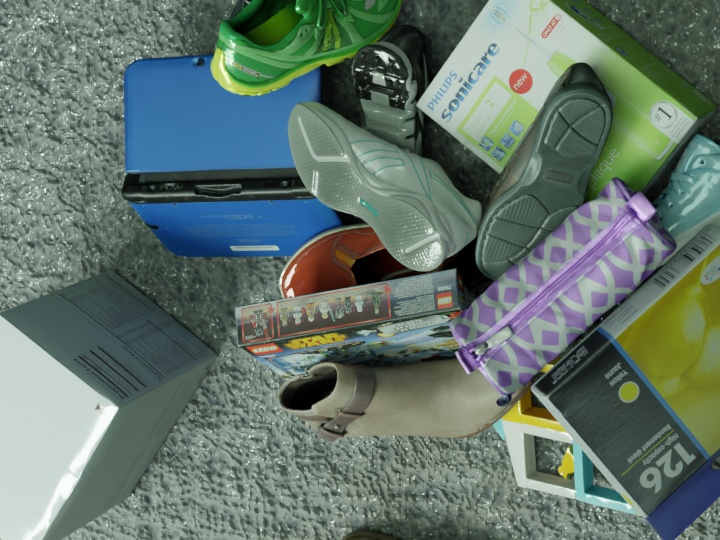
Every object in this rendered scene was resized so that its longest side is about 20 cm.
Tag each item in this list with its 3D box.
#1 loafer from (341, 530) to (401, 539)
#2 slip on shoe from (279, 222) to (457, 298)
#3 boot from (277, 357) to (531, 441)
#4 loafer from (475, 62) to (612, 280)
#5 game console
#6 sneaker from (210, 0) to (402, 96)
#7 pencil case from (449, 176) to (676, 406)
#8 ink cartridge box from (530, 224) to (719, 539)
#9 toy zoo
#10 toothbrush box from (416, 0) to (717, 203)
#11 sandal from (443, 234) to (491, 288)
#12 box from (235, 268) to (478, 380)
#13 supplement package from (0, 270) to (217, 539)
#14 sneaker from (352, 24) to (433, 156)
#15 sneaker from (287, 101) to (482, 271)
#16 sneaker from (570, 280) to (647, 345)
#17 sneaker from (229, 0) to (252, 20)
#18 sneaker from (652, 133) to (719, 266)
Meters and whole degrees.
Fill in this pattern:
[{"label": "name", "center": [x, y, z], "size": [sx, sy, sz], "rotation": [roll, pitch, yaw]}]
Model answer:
[{"label": "loafer", "center": [0.062, 0.293, 1.628], "size": [0.200, 0.067, 0.076], "rotation": [5, 103, 21]}, {"label": "slip on shoe", "center": [0.000, 0.000, 1.554], "size": [0.200, 0.061, 0.074], "rotation": [-16, 121, 39]}, {"label": "boot", "center": [0.031, 0.107, 1.544], "size": [0.200, 0.146, 0.070], "rotation": [-28, 57, 41]}, {"label": "loafer", "center": [0.151, -0.079, 1.432], "size": [0.072, 0.063, 0.200], "rotation": [18, 127, -10]}, {"label": "game console", "center": [-0.108, -0.102, 1.612], "size": [0.200, 0.171, 0.119], "rotation": [0, 60, 23]}, {"label": "sneaker", "center": [-0.039, -0.219, 1.504], "size": [0.074, 0.200, 0.084], "rotation": [44, 153, 26]}, {"label": "pencil case", "center": [0.158, 0.013, 1.402], "size": [0.200, 0.085, 0.084], "rotation": [-44, 68, 10]}, {"label": "ink cartridge box", "center": [0.272, 0.101, 1.429], "size": [0.198, 0.047, 0.200], "rotation": [-43, 109, -3]}, {"label": "toy zoo", "center": [0.196, 0.141, 1.537], "size": [0.200, 0.020, 0.131], "rotation": [10, 116, 36]}, {"label": "toothbrush box", "center": [0.174, -0.139, 1.482], "size": [0.200, 0.086, 0.146], "rotation": [41, 114, 11]}, {"label": "sandal", "center": [0.088, -0.008, 1.567], "size": [0.200, 0.043, 0.076], "rotation": [-26, 91, 25]}, {"label": "box", "center": [0.007, 0.051, 1.536], "size": [0.200, 0.137, 0.040], "rotation": [-10, 71, 14]}, {"label": "supplement package", "center": [-0.275, 0.131, 1.660], "size": [0.147, 0.200, 0.191], "rotation": [37, 112, 11]}, {"label": "sneaker", "center": [0.034, -0.131, 1.551], "size": [0.066, 0.091, 0.200], "rotation": [18, 133, 19]}, {"label": "sneaker", "center": [0.018, -0.077, 1.491], "size": [0.200, 0.080, 0.070], "rotation": [42, 135, 22]}, {"label": "sneaker", "center": [0.215, 0.029, 1.499], "size": [0.200, 0.079, 0.076], "rotation": [5, 115, 0]}, {"label": "sneaker", "center": [-0.087, -0.238, 1.572], "size": [0.075, 0.079, 0.200], "rotation": [28, 112, 14]}, {"label": "sneaker", "center": [0.276, -0.068, 1.448], "size": [0.200, 0.074, 0.082], "rotation": [-28, 98, 4]}]
